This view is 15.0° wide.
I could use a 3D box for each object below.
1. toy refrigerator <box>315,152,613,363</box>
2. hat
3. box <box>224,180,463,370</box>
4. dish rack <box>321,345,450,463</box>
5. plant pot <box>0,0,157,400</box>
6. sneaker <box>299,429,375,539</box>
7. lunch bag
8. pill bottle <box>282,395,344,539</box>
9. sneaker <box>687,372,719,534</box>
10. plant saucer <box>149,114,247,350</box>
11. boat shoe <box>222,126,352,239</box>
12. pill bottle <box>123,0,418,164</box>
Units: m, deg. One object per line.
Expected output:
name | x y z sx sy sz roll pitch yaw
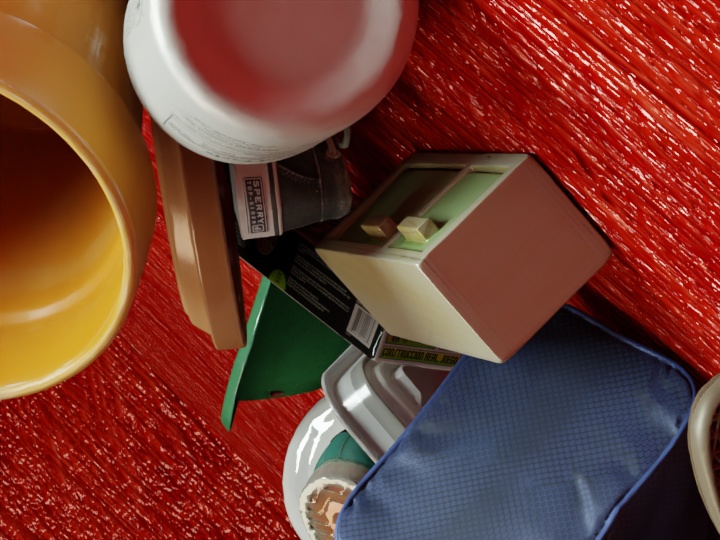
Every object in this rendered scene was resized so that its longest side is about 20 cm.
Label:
toy refrigerator | 0.044 -0.012 1.330 0.070 0.076 0.200 48 172 -12
hat | 0.019 0.040 1.716 0.175 0.167 0.200 18 -160 -1
box | 0.000 0.000 1.539 0.110 0.035 0.200 8 -162 -39
dish rack | 0.063 0.097 1.608 0.172 0.043 0.200 50 -161 0
plant pot | -0.184 -0.072 1.325 0.200 0.199 0.184 50 -148 -25
sneaker | 0.033 0.175 1.593 0.071 0.080 0.201 -10 119 29
lunch bag | 0.091 0.134 1.351 0.136 0.200 0.132 32 166 38
pill bottle | 0.050 0.145 1.732 0.116 0.117 0.200 39 -170 37
sneaker | 0.190 0.113 1.216 0.200 0.070 0.075 52 170 -30
plant saucer | -0.089 -0.057 1.451 0.200 0.032 0.202 173 90 -89
boat shoe | -0.040 -0.087 1.391 0.200 0.068 0.074 -106 10 -60
pill bottle | -0.046 -0.106 1.210 0.114 0.114 0.200 47 171 -5
